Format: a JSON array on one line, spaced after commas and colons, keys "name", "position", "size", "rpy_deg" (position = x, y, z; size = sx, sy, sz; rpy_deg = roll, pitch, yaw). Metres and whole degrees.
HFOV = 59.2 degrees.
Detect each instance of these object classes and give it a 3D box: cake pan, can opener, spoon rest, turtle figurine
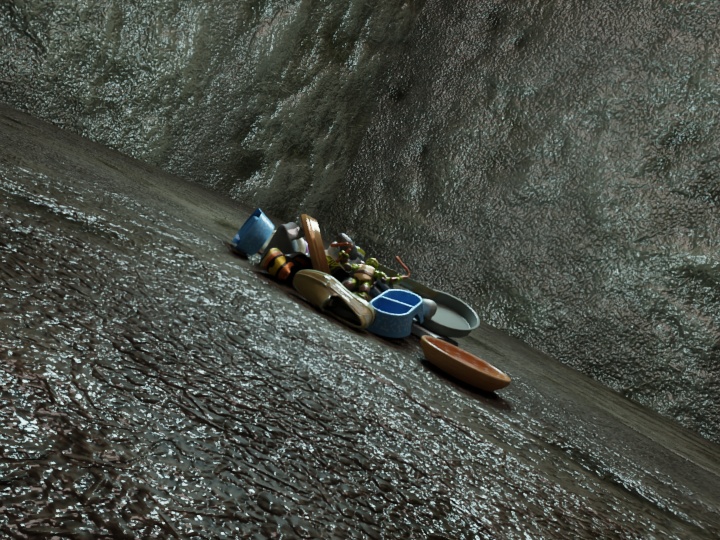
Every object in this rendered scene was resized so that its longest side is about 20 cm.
[{"name": "cake pan", "position": [0.220, 0.115, 1.693], "size": [0.199, 0.037, 0.201], "rpy_deg": [16, 25, -8]}, {"name": "can opener", "position": [0.000, 0.000, 1.537], "size": [0.200, 0.053, 0.066], "rpy_deg": [47, -28, -2]}, {"name": "spoon rest", "position": [-0.186, -0.064, 1.541], "size": [0.099, 0.061, 0.200], "rpy_deg": [-17, -14, -27]}, {"name": "turtle figurine", "position": [-0.004, 0.016, 1.407], "size": [0.199, 0.065, 0.161], "rpy_deg": [23, 44, 13]}]

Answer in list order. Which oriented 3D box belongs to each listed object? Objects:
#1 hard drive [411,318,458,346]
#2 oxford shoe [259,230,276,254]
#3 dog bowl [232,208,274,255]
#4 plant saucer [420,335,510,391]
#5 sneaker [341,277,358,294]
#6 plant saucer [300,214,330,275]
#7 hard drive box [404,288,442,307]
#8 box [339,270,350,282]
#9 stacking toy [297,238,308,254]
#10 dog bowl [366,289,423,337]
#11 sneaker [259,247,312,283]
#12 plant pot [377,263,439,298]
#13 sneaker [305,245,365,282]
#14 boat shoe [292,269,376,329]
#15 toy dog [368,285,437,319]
[{"name": "hard drive", "position": [0.149, 0.151, 1.678], "size": [0.200, 0.027, 0.132], "rpy_deg": [29, 5, 37]}, {"name": "oxford shoe", "position": [-0.252, -0.077, 1.798], "size": [0.071, 0.074, 0.200], "rpy_deg": [23, 5, -39]}, {"name": "dog bowl", "position": [-0.271, -0.096, 1.615], "size": [0.050, 0.112, 0.200], "rpy_deg": [38, 0, -16]}, {"name": "plant saucer", "position": [0.210, 0.195, 1.306], "size": [0.199, 0.038, 0.200], "rpy_deg": [25, 4, -2]}, {"name": "sneaker", "position": [-0.019, 0.054, 1.524], "size": [0.073, 0.080, 0.200], "rpy_deg": [22, 3, -17]}, {"name": "plant saucer", "position": [-0.101, -0.039, 1.505], "size": [0.037, 0.201, 0.200], "rpy_deg": [-14, 8, -4]}, {"name": "hard drive box", "position": [0.197, 0.117, 1.880], "size": [0.156, 0.077, 0.200], "rpy_deg": [35, 3, -2]}, {"name": "box", "position": [0.001, 0.053, 1.722], "size": [0.199, 0.069, 0.082], "rpy_deg": [23, 4, -38]}, {"name": "stacking toy", "position": [-0.135, -0.023, 1.751], "size": [0.085, 0.086, 0.200], "rpy_deg": [28, -3, 38]}, {"name": "dog bowl", "position": [0.077, 0.091, 1.414], "size": [0.111, 0.050, 0.200], "rpy_deg": [18, 19, 20]}, {"name": "sneaker", "position": [-0.155, 0.004, 1.489], "size": [0.090, 0.070, 0.200], "rpy_deg": [41, 11, 21]}, {"name": "plant pot", "position": [0.110, 0.028, 1.641], "size": [0.199, 0.028, 0.200], "rpy_deg": [26, 0, 0]}, {"name": "sneaker", "position": [-0.084, -0.006, 1.618], "size": [0.199, 0.085, 0.074], "rpy_deg": [-15, -36, 27]}, {"name": "boat shoe", "position": [-0.064, 0.058, 1.308], "size": [0.199, 0.072, 0.076], "rpy_deg": [25, 19, 18]}, {"name": "toy dog", "position": [0.098, 0.099, 1.593], "size": [0.200, 0.132, 0.097], "rpy_deg": [36, -28, 47]}]
